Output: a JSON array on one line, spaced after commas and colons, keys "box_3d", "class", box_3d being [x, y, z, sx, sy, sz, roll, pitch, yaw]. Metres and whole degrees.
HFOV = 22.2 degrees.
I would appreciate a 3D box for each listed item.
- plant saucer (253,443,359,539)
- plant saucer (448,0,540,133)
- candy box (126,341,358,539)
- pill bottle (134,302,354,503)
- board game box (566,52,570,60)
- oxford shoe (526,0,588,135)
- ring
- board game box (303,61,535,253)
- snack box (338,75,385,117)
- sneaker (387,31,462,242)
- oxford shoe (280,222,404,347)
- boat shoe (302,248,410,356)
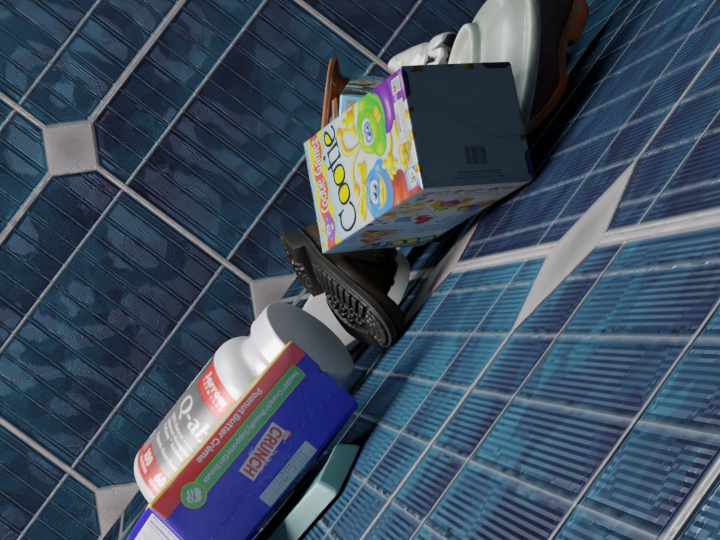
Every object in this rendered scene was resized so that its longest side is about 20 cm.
[{"box_3d": [-0.069, 0.205, 1.348, 0.200, 0.019, 0.070, -52, 4, 27], "class": "plant saucer"}, {"box_3d": [0.106, -0.159, 1.604, 0.200, 0.050, 0.200, -171, 90, -80], "class": "plant saucer"}, {"box_3d": [-0.098, 0.164, 1.398, 0.169, 0.077, 0.200, -48, -2, -25], "class": "candy box"}, {"box_3d": [-0.101, 0.131, 1.616, 0.200, 0.116, 0.116, -52, 4, 21], "class": "pill bottle"}, {"box_3d": [0.125, -0.132, 1.839, 0.200, 0.035, 0.136, -50, 5, 37], "class": "board game box"}, {"box_3d": [0.149, -0.197, 1.691, 0.071, 0.073, 0.200, -23, 35, 41], "class": "oxford shoe"}, {"box_3d": [-0.025, -0.109, 1.809, 0.200, 0.019, 0.201, 3, -90, -88], "class": "ring"}, {"box_3d": [0.044, -0.091, 1.532, 0.105, 0.103, 0.200, -5, -12, -27], "class": "board game box"}, {"box_3d": [0.000, -0.118, 1.742, 0.200, 0.037, 0.116, -74, -12, -79], "class": "snack box"}, {"box_3d": [0.061, -0.120, 1.709, 0.081, 0.075, 0.200, -8, 70, 31], "class": "sneaker"}, {"box_3d": [0.000, 0.000, 1.625, 0.084, 0.073, 0.200, -25, 34, -11], "class": "oxford shoe"}, {"box_3d": [-0.028, 0.053, 1.741, 0.200, 0.071, 0.064, -46, -5, 10], "class": "boat shoe"}]
